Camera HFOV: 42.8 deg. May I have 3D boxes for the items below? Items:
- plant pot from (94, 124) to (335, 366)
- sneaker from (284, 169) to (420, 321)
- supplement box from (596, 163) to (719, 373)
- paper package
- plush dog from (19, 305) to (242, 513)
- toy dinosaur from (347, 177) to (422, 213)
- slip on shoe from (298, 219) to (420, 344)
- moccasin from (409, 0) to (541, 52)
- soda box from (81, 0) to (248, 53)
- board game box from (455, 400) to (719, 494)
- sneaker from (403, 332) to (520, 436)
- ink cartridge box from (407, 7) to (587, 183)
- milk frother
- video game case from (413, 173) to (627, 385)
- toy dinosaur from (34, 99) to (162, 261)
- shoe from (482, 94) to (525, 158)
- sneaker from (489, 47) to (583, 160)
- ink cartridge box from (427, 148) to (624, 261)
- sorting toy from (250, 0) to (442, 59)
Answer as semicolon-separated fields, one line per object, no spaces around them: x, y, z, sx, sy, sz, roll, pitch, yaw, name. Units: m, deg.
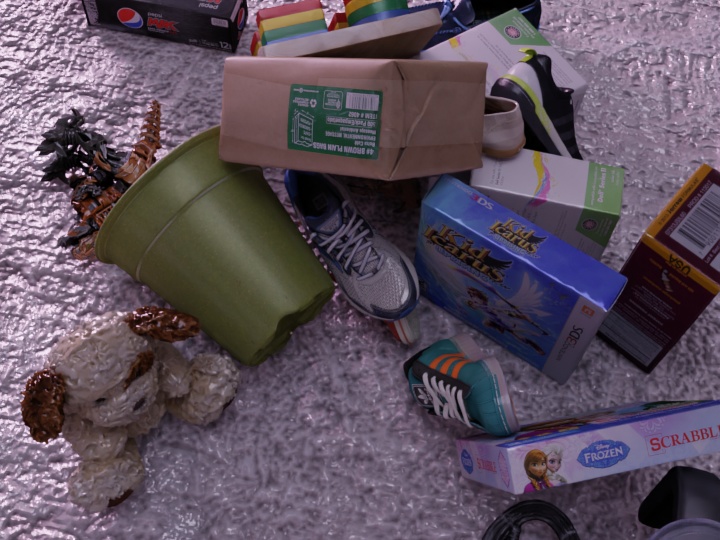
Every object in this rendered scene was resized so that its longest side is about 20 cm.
-0.130;-0.010;0.933;0.200;0.200;0.190;-40;83;-21;plant pot
-0.018;-0.031;0.920;0.077;0.085;0.200;-41;66;4;sneaker
0.313;0.005;0.916;0.086;0.200;0.110;39;66;17;supplement box
-0.004;-0.149;0.874;0.199;0.104;0.190;11;16;33;paper package
-0.229;0.099;0.858;0.200;0.172;0.160;-40;69;-20;plush dog
-0.027;-0.134;1.051;0.198;0.086;0.136;0;68;4;toy dinosaur
0.000;0.000;0.991;0.061;0.074;0.200;-39;71;12;slip on shoe
0.131;-0.330;1.170;0.199;0.068;0.081;-10;62;-7;moccasin
-0.246;-0.338;1.163;0.199;0.063;0.071;12;61;4;soda box
0.203;0.155;0.831;0.199;0.200;0.041;-10;83;-8;board game box
0.091;0.116;0.872;0.079;0.200;0.072;-19;101;-4;sneaker
0.141;-0.201;1.089;0.199;0.088;0.146;-28;65;-18;ink cartridge box
0.214;0.264;0.777;0.198;0.188;0.182;-4;60;-4;milk frother
0.146;0.014;0.916;0.199;0.182;0.046;32;65;15;video game case
-0.285;-0.107;1.035;0.135;0.102;0.200;29;44;-4;toy dinosaur
0.081;-0.175;0.974;0.199;0.054;0.070;19;62;21;shoe
0.217;-0.160;1.009;0.083;0.200;0.072;-51;42;-9;sneaker
0.173;-0.073;1.001;0.199;0.117;0.068;12;59;5;ink cartridge box
-0.031;-0.263;1.046;0.198;0.200;0.070;-15;90;-10;sorting toy
